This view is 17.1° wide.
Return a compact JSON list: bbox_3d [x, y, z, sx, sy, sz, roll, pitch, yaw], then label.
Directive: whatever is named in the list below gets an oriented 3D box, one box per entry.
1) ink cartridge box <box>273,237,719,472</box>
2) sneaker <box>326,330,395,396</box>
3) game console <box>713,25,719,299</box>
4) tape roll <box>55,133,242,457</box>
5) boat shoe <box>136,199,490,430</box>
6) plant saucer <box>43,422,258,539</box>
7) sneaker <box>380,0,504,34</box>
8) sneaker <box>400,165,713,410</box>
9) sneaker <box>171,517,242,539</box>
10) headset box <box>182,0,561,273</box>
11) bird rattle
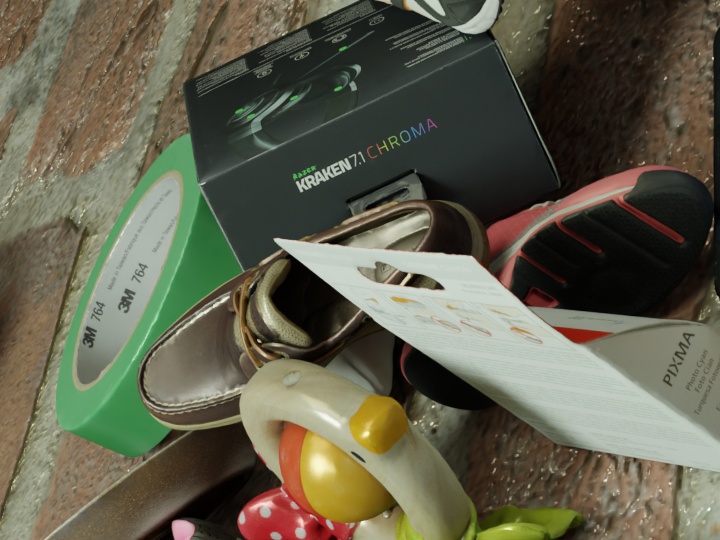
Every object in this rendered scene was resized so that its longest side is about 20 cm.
[{"bbox_3d":[0.080,0.024,1.074,0.160,0.200,0.047,6,64,56],"label":"ink cartridge box"},{"bbox_3d":[0.000,0.000,1.354,0.088,0.075,0.200,-33,33,12],"label":"sneaker"},{"bbox_3d":[0.208,-0.112,1.119,0.176,0.116,0.200,-30,37,35],"label":"game console"},{"bbox_3d":[-0.125,0.015,1.483,0.201,0.048,0.201,-53,22,32],"label":"tape roll"},{"bbox_3d":[-0.035,0.018,1.183,0.200,0.072,0.072,-24,71,19],"label":"boat shoe"},{"bbox_3d":[-0.128,0.147,1.321,0.200,0.032,0.200,-39,-8,-6],"label":"plant saucer"},{"bbox_3d":[0.019,-0.166,1.244,0.200,0.080,0.074,-162,79,-69],"label":"sneaker"},{"bbox_3d":[0.095,-0.011,1.214,0.200,0.074,0.087,-35,30,36],"label":"sneaker"},{"bbox_3d":[-0.124,0.205,1.287,0.200,0.095,0.079,-45,33,16],"label":"sneaker"},{"bbox_3d":[0.002,-0.073,1.304,0.174,0.093,0.200,-26,21,2],"label":"headset box"},{"bbox_3d":[0.005,0.100,1.161,0.113,0.163,0.200,-42,36,-16],"label":"bird rattle"}]
